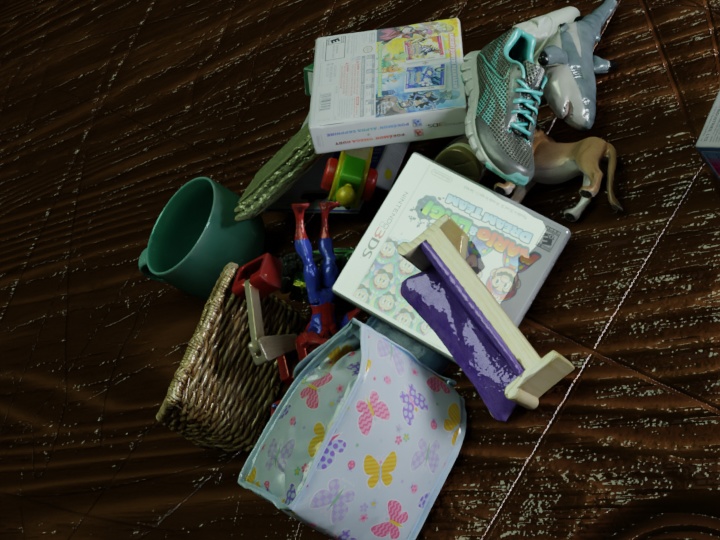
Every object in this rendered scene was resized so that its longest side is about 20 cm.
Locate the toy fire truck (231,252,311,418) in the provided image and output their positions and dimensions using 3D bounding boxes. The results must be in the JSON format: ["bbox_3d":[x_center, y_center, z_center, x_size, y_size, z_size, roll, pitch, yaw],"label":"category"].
[{"bbox_3d":[-0.089,0.094,1.373,0.049,0.141,0.200,-26,44,29],"label":"toy fire truck"}]

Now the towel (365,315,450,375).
[{"bbox_3d":[0.078,0.045,1.304,0.112,0.049,0.200,38,88,35],"label":"towel"}]

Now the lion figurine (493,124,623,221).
[{"bbox_3d":[0.220,-0.121,1.312,0.200,0.072,0.123,13,59,35],"label":"lion figurine"}]

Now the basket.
[{"bbox_3d":[-0.187,0.105,1.460,0.143,0.149,0.200,-1,60,45],"label":"basket"}]

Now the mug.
[{"bbox_3d":[-0.212,-0.038,1.629,0.185,0.114,0.152,14,75,56],"label":"mug"}]

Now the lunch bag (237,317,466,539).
[{"bbox_3d":[0.002,0.171,1.194,0.127,0.170,0.200,17,75,54],"label":"lunch bag"}]

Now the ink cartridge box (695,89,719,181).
[{"bbox_3d":[0.434,-0.146,1.095,0.200,0.076,0.137,8,66,50],"label":"ink cartridge box"}]

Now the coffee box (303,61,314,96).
[{"bbox_3d":[0.041,-0.244,1.512,0.200,0.044,0.123,15,35,29],"label":"coffee box"}]

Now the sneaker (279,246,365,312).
[{"bbox_3d":[0.000,0.000,1.416,0.200,0.085,0.078,8,107,32],"label":"sneaker"}]

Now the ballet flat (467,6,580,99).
[{"bbox_3d":[0.192,-0.258,1.447,0.200,0.069,0.069,-50,37,1],"label":"ballet flat"}]

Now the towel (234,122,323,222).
[{"bbox_3d":[-0.085,-0.147,1.544,0.200,0.036,0.148,-43,13,20],"label":"towel"}]

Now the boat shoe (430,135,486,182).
[{"bbox_3d":[0.096,-0.096,1.380,0.066,0.072,0.201,-43,-3,-34],"label":"boat shoe"}]

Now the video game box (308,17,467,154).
[{"bbox_3d":[0.035,-0.223,1.405,0.182,0.047,0.200,-8,41,9],"label":"video game box"}]

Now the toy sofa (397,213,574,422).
[{"bbox_3d":[0.114,0.050,1.185,0.098,0.083,0.200,-39,66,8],"label":"toy sofa"}]

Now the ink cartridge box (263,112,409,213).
[{"bbox_3d":[-0.023,-0.154,1.599,0.198,0.047,0.200,4,65,45],"label":"ink cartridge box"}]

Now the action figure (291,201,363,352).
[{"bbox_3d":[-0.033,0.023,1.336,0.099,0.065,0.200,3,97,59],"label":"action figure"}]

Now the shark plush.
[{"bbox_3d":[0.258,-0.241,1.377,0.083,0.091,0.200,23,45,9],"label":"shark plush"}]

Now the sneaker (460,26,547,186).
[{"bbox_3d":[0.163,-0.184,1.273,0.091,0.078,0.200,-40,45,39],"label":"sneaker"}]

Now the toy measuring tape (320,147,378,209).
[{"bbox_3d":[-0.010,-0.135,1.501,0.074,0.074,0.200,-29,28,26],"label":"toy measuring tape"}]

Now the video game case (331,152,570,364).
[{"bbox_3d":[0.096,-0.009,1.270,0.200,0.024,0.182,29,84,21],"label":"video game case"}]
